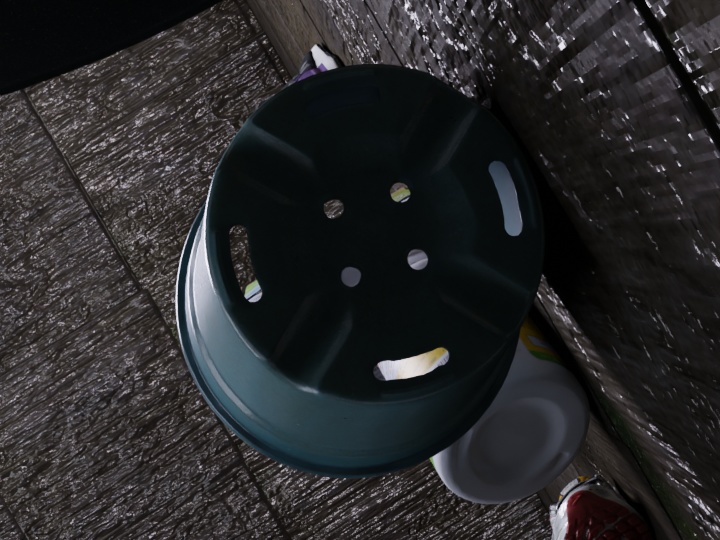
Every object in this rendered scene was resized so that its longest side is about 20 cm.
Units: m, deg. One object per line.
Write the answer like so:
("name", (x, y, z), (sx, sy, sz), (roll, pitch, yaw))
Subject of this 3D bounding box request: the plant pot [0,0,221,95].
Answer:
("plant pot", (-0.193, -0.213, 0.666), (0.200, 0.177, 0.200), (53, -179, 38))

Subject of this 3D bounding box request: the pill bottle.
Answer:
("pill bottle", (0.071, 0.059, 0.913), (0.111, 0.110, 0.200), (59, 180, -37))

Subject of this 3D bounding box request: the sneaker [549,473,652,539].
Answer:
("sneaker", (0.173, 0.198, 0.995), (0.083, 0.077, 0.200), (60, 180, 26))

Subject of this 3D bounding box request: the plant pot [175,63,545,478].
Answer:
("plant pot", (0.000, 0.000, 0.639), (0.201, 0.199, 0.196), (59, 172, 6))

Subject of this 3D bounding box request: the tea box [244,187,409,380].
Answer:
("tea box", (0.002, 0.029, 1.251), (0.134, 0.199, 0.197), (58, 179, -6))

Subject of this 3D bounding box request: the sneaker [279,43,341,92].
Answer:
("sneaker", (-0.058, -0.179, 1.327), (0.076, 0.087, 0.200), (58, 180, -10))
